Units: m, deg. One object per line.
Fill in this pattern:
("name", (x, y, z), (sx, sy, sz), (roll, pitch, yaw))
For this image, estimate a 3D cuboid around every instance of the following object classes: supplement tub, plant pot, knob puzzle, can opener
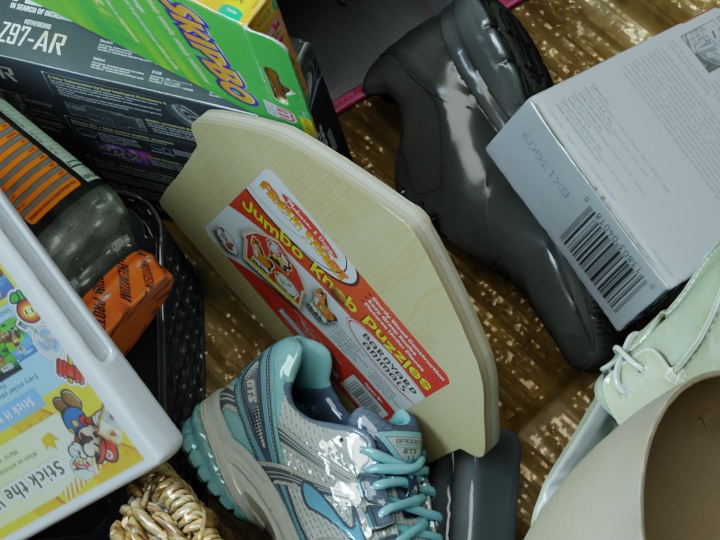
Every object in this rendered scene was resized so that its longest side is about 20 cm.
("supplement tub", (-0.190, -0.023, 1.270), (0.200, 0.123, 0.123), (40, 81, 5))
("plant pot", (0.131, 0.158, 1.182), (0.134, 0.200, 0.200), (-28, 63, 37))
("knob puzzle", (0.000, 0.000, 1.275), (0.220, 0.220, 0.030), (40, 65, 21))
("can opener", (0.057, 0.172, 1.312), (0.066, 0.053, 0.200), (8, 70, -23))

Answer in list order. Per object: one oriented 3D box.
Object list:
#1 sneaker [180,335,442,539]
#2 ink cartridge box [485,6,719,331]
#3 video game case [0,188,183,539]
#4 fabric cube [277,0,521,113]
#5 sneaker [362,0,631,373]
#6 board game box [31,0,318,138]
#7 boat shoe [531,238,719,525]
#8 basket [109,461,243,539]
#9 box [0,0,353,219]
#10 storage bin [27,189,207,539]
("sneaker", (0.000, 0.108, 1.273), (0.086, 0.078, 0.200), (-50, 61, 14))
("ink cartridge box", (0.166, -0.061, 1.342), (0.200, 0.050, 0.109), (-27, 77, -37))
("video game case", (-0.191, 0.038, 1.210), (0.200, 0.023, 0.182), (-30, 98, 41))
("fabric cube", (-0.020, -0.223, 1.383), (0.200, 0.196, 0.199), (-32, 68, -1))
("sneaker", (0.067, -0.035, 1.374), (0.091, 0.076, 0.200), (-29, 69, 18))
("board game box", (-0.104, -0.125, 1.245), (0.200, 0.096, 0.030), (30, 75, 19))
("boat shoe", (0.135, 0.058, 1.259), (0.062, 0.200, 0.072), (15, 31, -11))
("basket", (-0.041, 0.187, 1.235), (0.143, 0.200, 0.149), (19, 74, 17))
("box", (-0.110, -0.076, 1.366), (0.200, 0.160, 0.044), (14, 70, 16))
("storage bin", (-0.149, 0.074, 1.355), (0.135, 0.094, 0.200), (-6, 70, 9))
